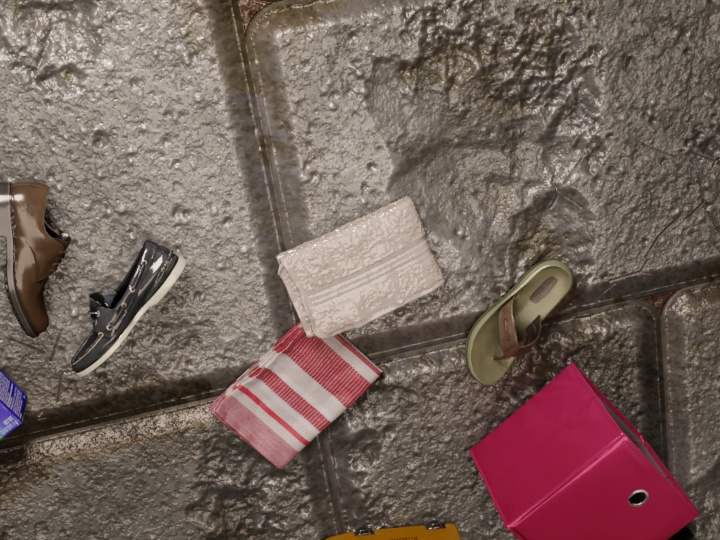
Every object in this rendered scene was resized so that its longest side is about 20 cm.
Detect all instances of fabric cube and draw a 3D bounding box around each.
[{"bbox_3d":[0.304,0.291,1.683,0.199,0.200,0.196,-41,116,8],"label":"fabric cube"}]

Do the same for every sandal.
[{"bbox_3d":[0.213,0.071,1.647,0.080,0.057,0.201,31,104,-22],"label":"sandal"}]

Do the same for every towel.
[{"bbox_3d":[0.000,0.000,1.576,0.200,0.034,0.133,-26,113,-5],"label":"towel"},{"bbox_3d":[-0.086,0.165,1.647,0.200,0.023,0.144,-43,115,8],"label":"towel"}]

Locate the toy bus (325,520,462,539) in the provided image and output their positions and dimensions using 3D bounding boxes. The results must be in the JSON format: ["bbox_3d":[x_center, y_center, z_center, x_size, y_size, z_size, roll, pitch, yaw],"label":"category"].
[{"bbox_3d":[0.047,0.416,1.759,0.200,0.065,0.078,-3,114,-10],"label":"toy bus"}]

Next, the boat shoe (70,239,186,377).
[{"bbox_3d":[-0.306,0.043,1.521,0.066,0.075,0.199,40,100,-21],"label":"boat shoe"}]

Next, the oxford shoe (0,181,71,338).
[{"bbox_3d":[-0.392,-0.010,1.481,0.084,0.073,0.200,-5,114,-11],"label":"oxford shoe"}]

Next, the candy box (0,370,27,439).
[{"bbox_3d":[-0.548,0.156,1.518,0.169,0.077,0.200,-37,114,6],"label":"candy box"}]

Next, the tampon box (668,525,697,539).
[{"bbox_3d":[0.451,0.451,1.810,0.126,0.150,0.200,-32,115,3],"label":"tampon box"}]
